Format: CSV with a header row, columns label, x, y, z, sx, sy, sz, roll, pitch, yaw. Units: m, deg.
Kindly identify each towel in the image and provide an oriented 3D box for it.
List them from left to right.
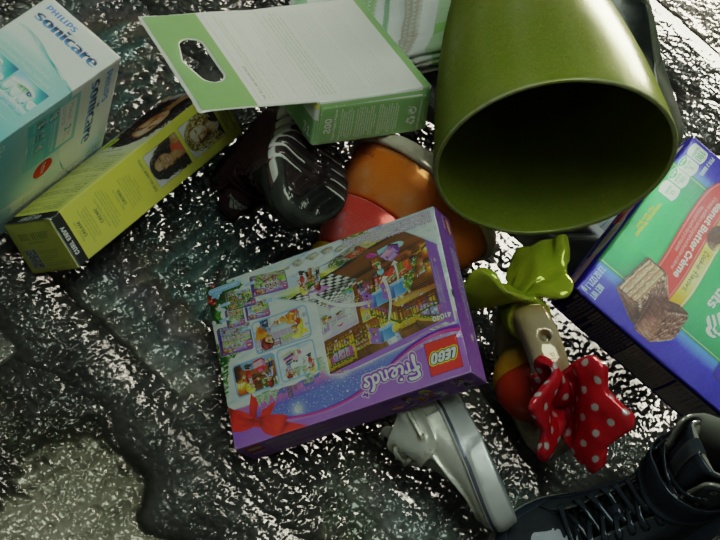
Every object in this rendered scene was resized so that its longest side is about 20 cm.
label,x,y,z,sx,sy,sz,roll,pitch,yaw
towel,0.018,-0.229,1.778,0.031,0.199,0.150,32,57,-47

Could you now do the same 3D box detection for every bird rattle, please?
label,x,y,z,sx,sy,sz,roll,pitch,yaw
bird rattle,0.145,0.077,1.618,0.112,0.163,0.200,-22,62,-13

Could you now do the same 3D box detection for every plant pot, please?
label,x,y,z,sx,sy,sz,roll,pitch,yaw
plant pot,0.137,-0.163,1.627,0.186,0.187,0.201,3,53,-14

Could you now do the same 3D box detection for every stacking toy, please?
label,x,y,z,sx,sy,sz,roll,pitch,yaw
stacking toy,0.000,0.000,1.679,0.146,0.146,0.200,38,74,11

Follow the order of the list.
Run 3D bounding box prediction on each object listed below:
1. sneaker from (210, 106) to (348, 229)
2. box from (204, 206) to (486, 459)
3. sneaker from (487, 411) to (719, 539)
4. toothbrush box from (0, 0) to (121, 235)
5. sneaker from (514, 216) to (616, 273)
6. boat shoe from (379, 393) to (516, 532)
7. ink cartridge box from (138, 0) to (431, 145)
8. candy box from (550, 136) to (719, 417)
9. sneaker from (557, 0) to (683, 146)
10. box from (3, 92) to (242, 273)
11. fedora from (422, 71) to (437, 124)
label,x,y,z,sx,sy,sz,roll,pitch,yaw
sneaker,-0.072,-0.066,1.683,0.076,0.115,0.200,39,24,-19
box,-0.014,0.049,1.593,0.199,0.039,0.137,-19,67,17
sneaker,0.202,0.172,1.584,0.201,0.146,0.077,-10,61,-20
toothbrush box,-0.292,-0.099,1.631,0.085,0.147,0.200,40,55,12
sneaker,0.212,-0.034,1.779,0.200,0.070,0.080,26,48,-7
boat shoe,0.050,0.120,1.605,0.070,0.071,0.201,-29,75,1
ink cartridge box,-0.062,-0.157,1.662,0.199,0.048,0.146,-10,41,-24
candy box,0.287,0.023,1.696,0.200,0.077,0.169,40,76,-3
sneaker,0.193,-0.178,1.731,0.114,0.076,0.200,-16,89,-45
box,-0.189,-0.075,1.681,0.200,0.075,0.050,-44,113,-34
fedora,0.107,-0.168,1.821,0.176,0.090,0.200,-16,62,-25
